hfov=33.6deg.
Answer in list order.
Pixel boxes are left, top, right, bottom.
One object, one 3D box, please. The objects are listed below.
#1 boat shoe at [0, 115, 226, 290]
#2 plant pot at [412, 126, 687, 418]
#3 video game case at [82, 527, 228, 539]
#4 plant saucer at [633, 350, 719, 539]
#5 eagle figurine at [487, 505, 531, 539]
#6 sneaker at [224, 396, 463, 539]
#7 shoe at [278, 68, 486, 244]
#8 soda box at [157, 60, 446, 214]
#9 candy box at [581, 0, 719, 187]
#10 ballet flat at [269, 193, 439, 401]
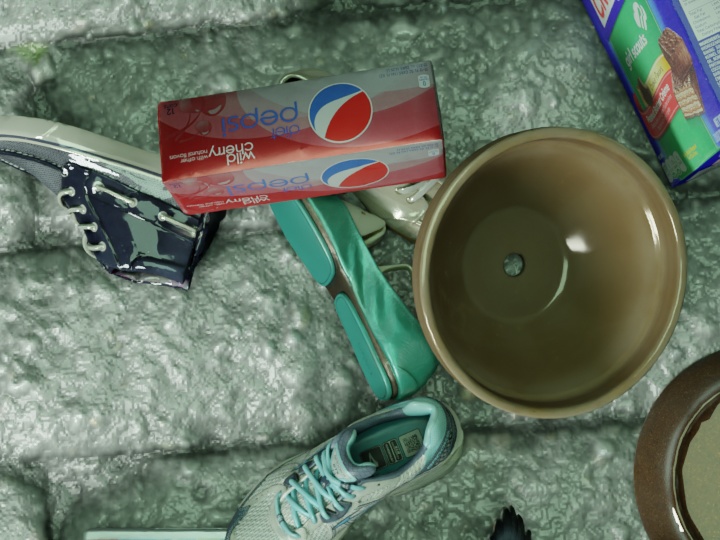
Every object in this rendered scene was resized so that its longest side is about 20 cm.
[{"bbox_3d":[-0.203,-0.050,0.909,0.198,0.075,0.094,15,78,5],"label":"boat shoe"},{"bbox_3d":[0.125,-0.001,0.860,0.198,0.093,0.204,-1,96,-15],"label":"plant pot"},{"bbox_3d":[-0.113,0.269,0.904,0.197,0.017,0.145,-1,85,4],"label":"video game case"},{"bbox_3d":[0.303,0.154,0.878,0.197,0.034,0.203,0,84,4],"label":"plant saucer"},{"bbox_3d":[0.075,0.285,0.838,0.150,0.151,0.202,-36,59,29],"label":"eagle figurine"},{"bbox_3d":[-0.018,0.148,0.866,0.199,0.086,0.078,-33,69,-5],"label":"sneaker"},{"bbox_3d":[0.014,-0.084,0.909,0.199,0.053,0.070,38,88,6],"label":"shoe"},{"bbox_3d":[-0.040,-0.092,0.848,0.197,0.070,0.064,-9,71,4],"label":"soda box"},{"bbox_3d":[0.228,-0.178,0.845,0.076,0.169,0.202,-22,83,-2],"label":"candy box"},{"bbox_3d":[0.000,0.000,0.905,0.070,0.067,0.201,-27,83,-23],"label":"ballet flat"}]
